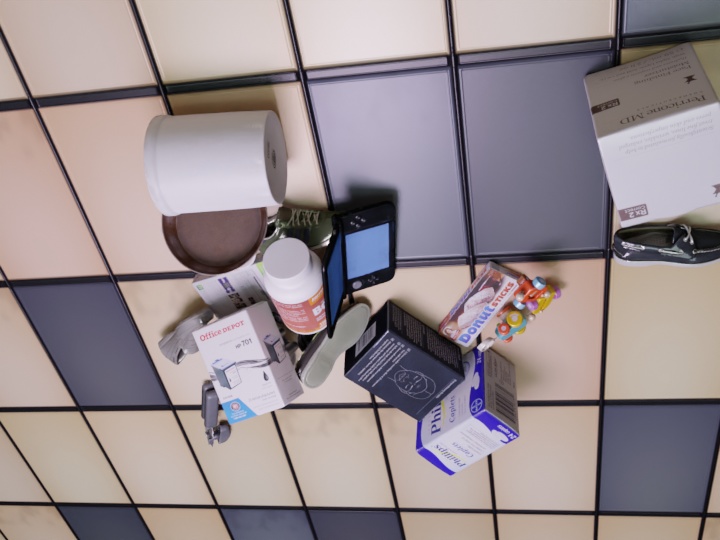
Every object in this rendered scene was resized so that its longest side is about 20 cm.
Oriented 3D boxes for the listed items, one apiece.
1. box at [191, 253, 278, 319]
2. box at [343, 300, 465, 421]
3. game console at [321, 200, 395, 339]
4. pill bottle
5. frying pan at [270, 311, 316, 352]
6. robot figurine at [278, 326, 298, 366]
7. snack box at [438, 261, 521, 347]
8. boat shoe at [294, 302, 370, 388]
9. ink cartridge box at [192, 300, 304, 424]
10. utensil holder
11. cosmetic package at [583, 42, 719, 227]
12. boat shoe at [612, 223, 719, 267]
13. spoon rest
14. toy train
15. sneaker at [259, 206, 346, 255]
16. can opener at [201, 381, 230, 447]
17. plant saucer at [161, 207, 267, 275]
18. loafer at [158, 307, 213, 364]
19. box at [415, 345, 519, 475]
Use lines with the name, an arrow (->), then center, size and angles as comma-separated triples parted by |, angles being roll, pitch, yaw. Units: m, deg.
box -> -0.221, 0.044, 1.544 | 0.199, 0.036, 0.145 | -15, 125, 22
box -> 0.089, 0.185, 1.545 | 0.200, 0.107, 0.149 | 34, 117, -17
game console -> 0.000, 0.000, 1.367 | 0.175, 0.117, 0.201 | -17, 138, -14
pill bottle -> -0.113, 0.028, 1.396 | 0.111, 0.113, 0.200 | 0, 151, 10
frying pan -> -0.111, 0.133, 1.571 | 0.189, 0.031, 0.115 | 6, 120, -14
robot figurine -> -0.213, 0.203, 1.619 | 0.170, 0.113, 0.200 | 48, 126, 9
snack box -> 0.231, 0.069, 1.493 | 0.072, 0.024, 0.200 | 23, 128, -11
boat shoe -> -0.060, 0.141, 1.531 | 0.201, 0.061, 0.072 | -51, 125, -6
ink cartridge box -> -0.221, 0.181, 1.498 | 0.146, 0.086, 0.201 | -23, 92, 27
utensil holder -> -0.237, -0.182, 1.281 | 0.199, 0.170, 0.171 | -2, 128, 8
cosmetic package -> 0.439, -0.201, 1.128 | 0.164, 0.201, 0.165 | -16, 125, 20
boat shoe -> 0.540, -0.048, 1.315 | 0.199, 0.076, 0.061 | -7, 133, 14
spoon rest -> -0.291, -0.058, 1.436 | 0.199, 0.061, 0.100 | 19, 131, 8
toy train -> 0.292, 0.067, 1.430 | 0.150, 0.056, 0.200 | -8, 145, -41
sneaker -> -0.120, -0.081, 1.402 | 0.199, 0.067, 0.090 | -19, 129, 26
can opener -> -0.341, 0.341, 1.803 | 0.067, 0.053, 0.201 | -10, 134, -24
plant saucer -> -0.261, -0.090, 1.382 | 0.199, 0.034, 0.202 | -1, 86, 9
loafer -> -0.359, 0.140, 1.607 | 0.070, 0.070, 0.200 | 55, 136, 2
box -> 0.217, 0.286, 1.567 | 0.105, 0.184, 0.200 | 35, 125, -20
